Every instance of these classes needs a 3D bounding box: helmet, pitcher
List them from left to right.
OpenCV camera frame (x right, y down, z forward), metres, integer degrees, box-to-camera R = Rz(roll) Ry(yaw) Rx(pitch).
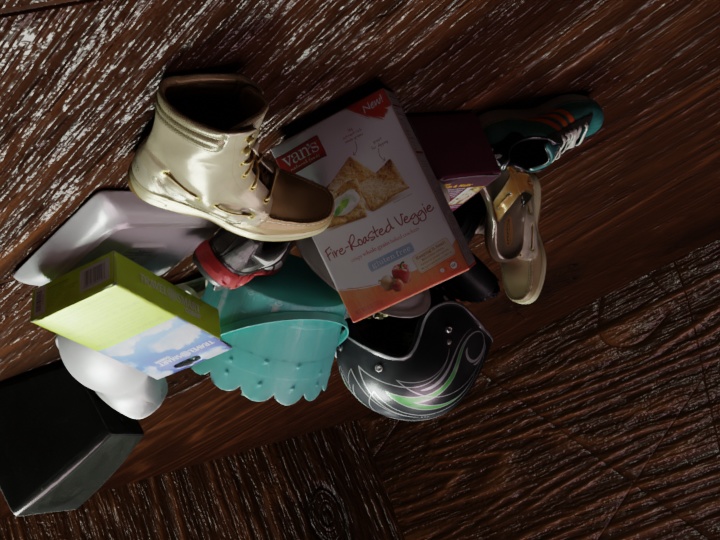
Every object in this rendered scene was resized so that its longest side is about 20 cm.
[{"bbox_3d":[-0.348,0.100,1.209,0.200,0.171,0.121,94,22,-58],"label":"pitcher"},{"bbox_3d":[0.068,0.115,1.270,0.191,0.200,0.200,-46,166,-3],"label":"helmet"}]

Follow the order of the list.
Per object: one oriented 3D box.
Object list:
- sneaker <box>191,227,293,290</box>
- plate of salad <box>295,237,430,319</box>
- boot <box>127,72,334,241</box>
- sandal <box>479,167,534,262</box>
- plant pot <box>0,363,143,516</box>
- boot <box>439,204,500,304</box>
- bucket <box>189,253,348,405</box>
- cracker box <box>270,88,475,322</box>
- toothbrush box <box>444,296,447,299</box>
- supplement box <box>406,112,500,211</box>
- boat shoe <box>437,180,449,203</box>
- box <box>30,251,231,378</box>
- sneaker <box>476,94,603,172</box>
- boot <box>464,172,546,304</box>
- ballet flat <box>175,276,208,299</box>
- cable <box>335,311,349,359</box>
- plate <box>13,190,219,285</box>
[{"bbox_3d":[-0.115,-0.037,1.078,0.098,0.071,0.200,-41,176,21],"label":"sneaker"},{"bbox_3d":[0.000,0.000,1.179,0.200,0.200,0.048,-4,134,-51],"label":"plate of salad"},{"bbox_3d":[-0.098,-0.100,0.823,0.200,0.073,0.155,15,149,-17],"label":"boot"},{"bbox_3d":[0.197,-0.095,1.201,0.080,0.200,0.054,-26,-146,-25],"label":"sandal"},{"bbox_3d":[-0.470,0.251,1.452,0.177,0.200,0.200,-34,165,3],"label":"plant pot"},{"bbox_3d":[0.132,-0.018,1.248,0.073,0.162,0.198,-51,-156,-13],"label":"boot"},{"bbox_3d":[-0.115,0.066,1.178,0.207,0.207,0.135,-5,120,-49],"label":"bucket"},{"bbox_3d":[0.013,-0.066,0.930,0.134,0.200,0.058,-26,179,16],"label":"cracker box"},{"bbox_3d":[0.032,0.049,1.485,0.200,0.085,0.146,-29,126,21],"label":"toothbrush box"},{"bbox_3d":[0.057,-0.102,1.102,0.110,0.086,0.200,-10,162,-37],"label":"supplement box"},{"bbox_3d":[-0.007,-0.075,1.000,0.200,0.068,0.072,10,145,17],"label":"boat shoe"},{"bbox_3d":[-0.253,0.056,1.033,0.122,0.048,0.200,-23,147,21],"label":"box"},{"bbox_3d":[0.228,-0.160,1.122,0.200,0.080,0.071,-15,145,-24],"label":"sneaker"},{"bbox_3d":[0.199,-0.049,1.307,0.072,0.200,0.155,0,-179,40],"label":"boot"},{"bbox_3d":[-0.223,0.036,1.259,0.200,0.069,0.069,-16,165,-11],"label":"ballet flat"},{"bbox_3d":[0.005,0.039,1.379,0.200,0.069,0.200,-30,121,22],"label":"cable"},{"bbox_3d":[-0.255,-0.029,1.026,0.200,0.032,0.199,-32,163,36],"label":"plate"}]
